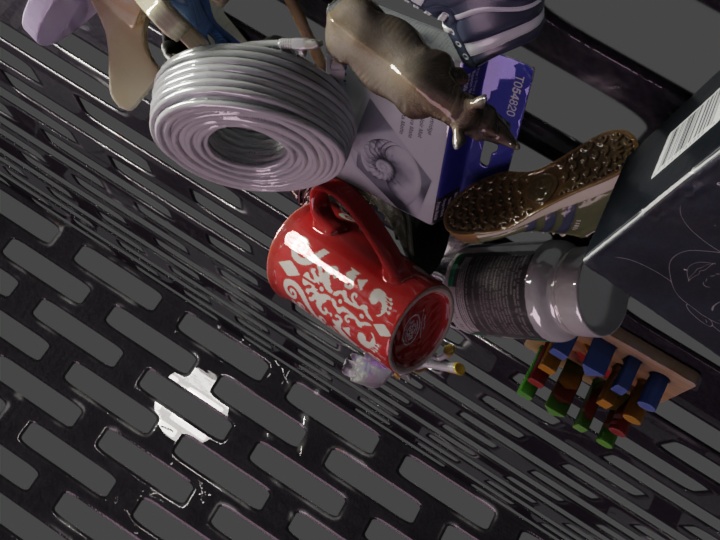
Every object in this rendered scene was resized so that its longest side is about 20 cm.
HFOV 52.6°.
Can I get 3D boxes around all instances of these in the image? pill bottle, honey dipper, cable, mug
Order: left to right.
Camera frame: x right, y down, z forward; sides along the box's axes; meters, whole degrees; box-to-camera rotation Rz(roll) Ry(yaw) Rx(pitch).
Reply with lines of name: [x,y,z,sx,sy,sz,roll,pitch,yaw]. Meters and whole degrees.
cable: [-0.101,-0.138,0.697,0.195,0.071,0.200,3,161,11]
honey dipper: [-0.059,-0.248,0.737,0.037,0.038,0.201,19,154,37]
mug: [-0.006,0.010,0.824,0.199,0.134,0.178,35,168,36]
pill bottle: [0.199,0.023,0.846,0.113,0.114,0.198,42,157,-27]

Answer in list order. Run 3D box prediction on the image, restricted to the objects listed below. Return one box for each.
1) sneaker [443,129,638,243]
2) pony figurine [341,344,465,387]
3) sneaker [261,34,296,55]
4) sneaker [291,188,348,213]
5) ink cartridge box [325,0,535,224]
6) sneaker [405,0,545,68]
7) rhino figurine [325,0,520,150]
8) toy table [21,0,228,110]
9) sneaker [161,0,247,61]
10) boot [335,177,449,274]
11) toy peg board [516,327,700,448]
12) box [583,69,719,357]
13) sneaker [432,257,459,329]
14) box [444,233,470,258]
sneaker: [0.182,-0.056,0.685,0.198,0.068,0.089,-20,140,37]
pony figurine: [0.077,0.154,1.386,0.191,0.169,0.199,33,148,-25]
sneaker: [-0.077,-0.176,0.835,0.117,0.074,0.200,57,175,10]
sneaker: [-0.074,-0.089,0.981,0.115,0.076,0.199,40,-156,10]
ink cartridge box: [0.053,-0.141,0.711,0.197,0.041,0.202,26,142,18]
sneaker: [0.050,-0.222,0.554,0.197,0.071,0.109,19,156,29]
rhino figurine: [0.048,-0.151,0.577,0.200,0.060,0.087,43,-160,21]
toy table: [-0.202,-0.256,0.683,0.117,0.200,0.184,43,-164,-10]
sneaker: [-0.186,-0.256,0.839,0.078,0.090,0.201,21,158,35]
boot: [0.018,-0.096,0.891,0.172,0.069,0.204,12,123,47]
toy peg board: [0.321,0.155,1.009,0.197,0.099,0.200,30,162,10]
box: [0.292,-0.035,0.476,0.195,0.125,0.200,35,150,0]
sneaker: [0.125,0.033,0.972,0.195,0.077,0.115,5,168,-12]
box: [0.114,-0.040,0.938,0.200,0.041,0.039,126,123,-73]
